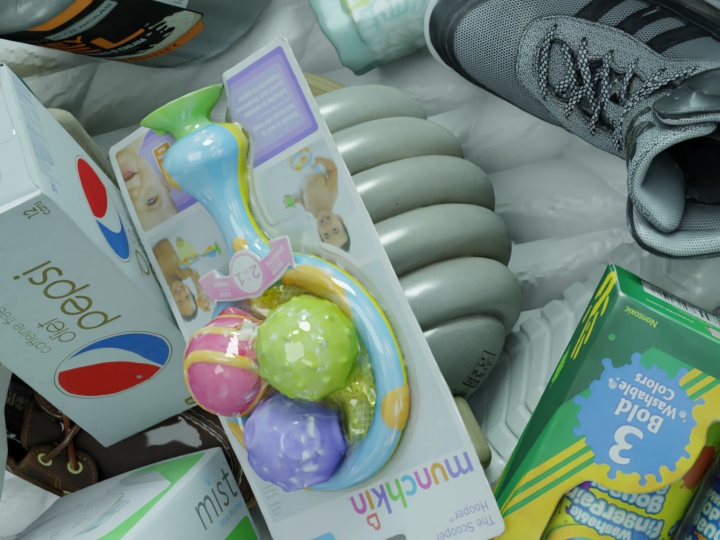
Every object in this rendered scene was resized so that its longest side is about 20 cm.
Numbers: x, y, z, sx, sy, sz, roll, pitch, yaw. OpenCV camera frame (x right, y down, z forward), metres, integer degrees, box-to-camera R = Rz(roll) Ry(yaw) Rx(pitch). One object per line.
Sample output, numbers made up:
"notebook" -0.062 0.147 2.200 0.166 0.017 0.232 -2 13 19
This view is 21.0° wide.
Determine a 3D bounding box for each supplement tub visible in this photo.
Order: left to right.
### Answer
"supplement tub" -0.125 -0.155 0.829 0.122 0.200 0.123 0 89 25

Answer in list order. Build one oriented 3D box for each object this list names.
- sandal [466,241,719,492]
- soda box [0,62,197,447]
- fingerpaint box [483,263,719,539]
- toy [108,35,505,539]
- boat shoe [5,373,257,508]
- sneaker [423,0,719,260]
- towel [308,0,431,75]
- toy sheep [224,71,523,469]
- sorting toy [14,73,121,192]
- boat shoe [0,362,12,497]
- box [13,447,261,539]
"sandal" 0.086 0.054 0.812 0.202 0.083 0.050 -39 117 21
"soda box" -0.122 0.001 0.786 0.068 0.200 0.064 -25 60 6
"fingerpaint box" 0.147 0.118 0.739 0.200 0.073 0.167 27 101 0
"toy" -0.036 0.026 0.736 0.115 0.047 0.201 -27 83 42
"boat shoe" -0.140 0.071 0.906 0.199 0.070 0.071 15 95 22
"sneaker" 0.105 -0.067 0.759 0.199 0.114 0.076 19 121 16
"towel" 0.030 -0.209 0.844 0.171 0.048 0.201 -26 79 22
"toy sheep" 0.000 0.000 0.811 0.138 0.138 0.200 -36 72 20
"sorting toy" -0.180 -0.077 0.871 0.200 0.185 0.037 29 78 20
"boat shoe" -0.193 0.037 0.851 0.074 0.060 0.201 -23 50 31
"box" -0.097 0.194 0.792 0.096 0.200 0.177 -19 98 21
